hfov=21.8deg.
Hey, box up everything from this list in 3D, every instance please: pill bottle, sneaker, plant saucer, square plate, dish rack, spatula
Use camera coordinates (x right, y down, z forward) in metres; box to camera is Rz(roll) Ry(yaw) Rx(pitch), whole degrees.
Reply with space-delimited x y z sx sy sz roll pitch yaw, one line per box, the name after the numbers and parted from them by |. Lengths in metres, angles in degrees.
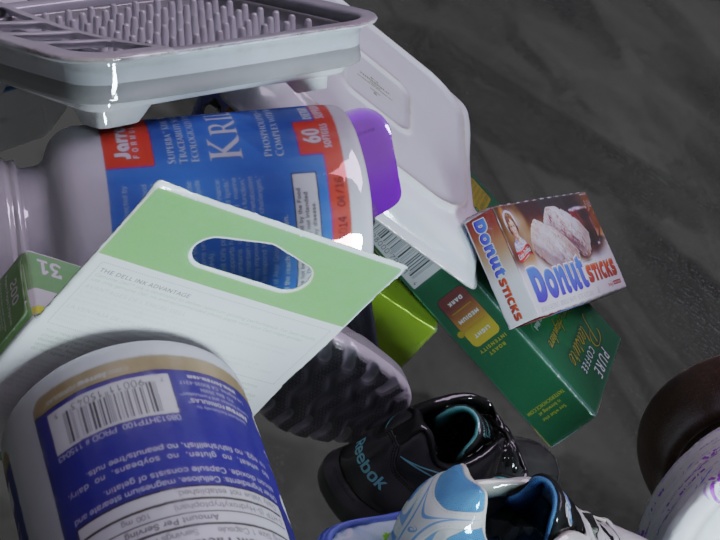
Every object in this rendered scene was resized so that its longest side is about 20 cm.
-0.101 -0.022 0.949 0.199 0.113 0.113 -6 46 -13 | pill bottle
0.099 0.140 0.935 0.199 0.073 0.072 16 33 -43 | sneaker
0.275 0.135 1.204 0.200 0.200 0.032 37 41 -10 | plant saucer
-0.054 0.026 1.063 0.199 0.075 0.082 31 32 -19 | sneaker
0.003 -0.104 1.150 0.200 0.028 0.199 36 28 -21 | square plate
0.066 0.115 1.089 0.200 0.079 0.076 4 46 -51 | sneaker
-0.108 -0.117 0.989 0.199 0.044 0.171 -15 22 -37 | dish rack
-0.083 0.141 0.821 0.119 0.120 0.201 17 37 -38 | pill bottle
0.000 0.000 1.081 0.056 0.201 0.021 -23 38 -27 | spatula

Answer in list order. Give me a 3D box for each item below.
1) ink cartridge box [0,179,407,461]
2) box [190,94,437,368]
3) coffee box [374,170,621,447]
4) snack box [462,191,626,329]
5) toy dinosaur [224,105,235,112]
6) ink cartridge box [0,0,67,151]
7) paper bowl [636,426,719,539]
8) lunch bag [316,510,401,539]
-0.095 0.026 0.881 0.145 0.200 0.048 18 39 -36 | ink cartridge box
-0.037 -0.035 1.198 0.200 0.048 0.122 35 29 -15 | box
0.083 0.008 1.207 0.200 0.044 0.123 47 26 -8 | coffee box
0.120 -0.009 1.187 0.200 0.024 0.072 -12 79 -67 | snack box
-0.040 -0.054 1.091 0.106 0.061 0.200 35 23 0 | toy dinosaur
-0.261 -0.158 1.069 0.200 0.067 0.116 46 29 7 | ink cartridge box
0.264 0.179 1.122 0.200 0.201 0.104 37 9 -9 | paper bowl
0.052 0.195 0.961 0.200 0.083 0.161 2 45 -52 | lunch bag
